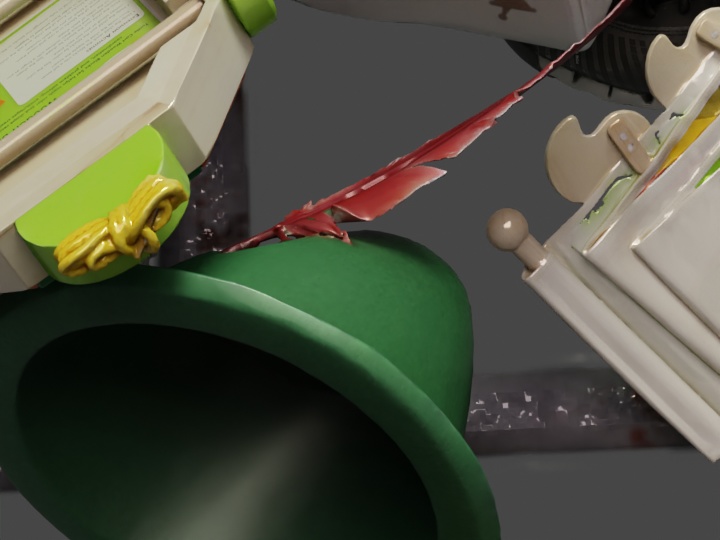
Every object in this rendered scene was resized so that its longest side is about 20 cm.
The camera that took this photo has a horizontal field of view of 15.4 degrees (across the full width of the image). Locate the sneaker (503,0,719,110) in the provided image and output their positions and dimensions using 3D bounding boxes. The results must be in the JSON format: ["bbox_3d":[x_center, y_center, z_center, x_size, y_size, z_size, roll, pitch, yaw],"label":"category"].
[{"bbox_3d":[0.143,-0.095,0.906,0.198,0.091,0.067,11,62,9],"label":"sneaker"}]

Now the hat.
[{"bbox_3d":[0.000,0.000,0.837,0.199,0.166,0.177,4,47,26],"label":"hat"}]

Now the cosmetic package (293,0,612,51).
[{"bbox_3d":[0.021,-0.206,0.849,0.166,0.167,0.201,12,56,21],"label":"cosmetic package"}]

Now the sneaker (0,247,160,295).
[{"bbox_3d":[-0.103,-0.037,0.900,0.081,0.089,0.200,0,37,34],"label":"sneaker"}]

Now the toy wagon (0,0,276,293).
[{"bbox_3d":[-0.097,-0.044,0.777,0.155,0.040,0.200,-37,39,-4],"label":"toy wagon"}]

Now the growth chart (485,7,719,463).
[{"bbox_3d":[0.150,-0.031,0.851,0.200,0.018,0.145,-39,104,-1],"label":"growth chart"}]
